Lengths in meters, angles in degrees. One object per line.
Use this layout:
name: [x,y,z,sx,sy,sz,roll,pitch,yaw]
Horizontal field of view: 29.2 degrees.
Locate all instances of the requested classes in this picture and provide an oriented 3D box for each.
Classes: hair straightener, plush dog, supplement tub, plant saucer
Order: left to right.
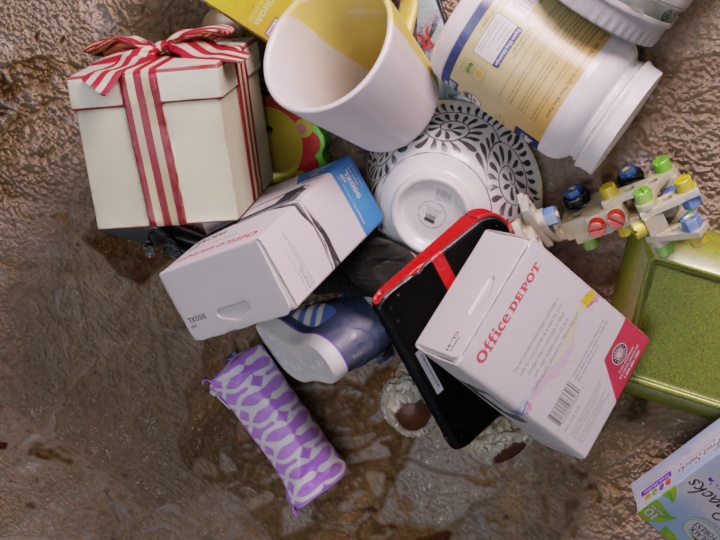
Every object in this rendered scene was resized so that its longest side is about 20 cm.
hair straightener: [-0.226,-0.027,1.620,0.199,0.077,0.041,24,129,10]
plush dog: [0.109,0.093,1.503,0.199,0.160,0.173,23,102,-31]
supplement tub: [0.186,-0.203,1.379,0.200,0.144,0.145,37,114,8]
plant saucer: [0.354,0.062,1.441,0.198,0.048,0.201,17,109,16]

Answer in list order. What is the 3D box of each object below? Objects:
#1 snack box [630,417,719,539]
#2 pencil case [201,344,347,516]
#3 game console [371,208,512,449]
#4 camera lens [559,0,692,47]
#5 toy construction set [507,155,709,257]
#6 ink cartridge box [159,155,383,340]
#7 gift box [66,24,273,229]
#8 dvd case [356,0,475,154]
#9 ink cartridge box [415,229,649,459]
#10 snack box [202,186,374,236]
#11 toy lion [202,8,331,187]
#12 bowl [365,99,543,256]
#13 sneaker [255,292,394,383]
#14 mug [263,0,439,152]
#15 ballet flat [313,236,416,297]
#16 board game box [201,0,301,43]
snack box: [0.404,0.220,1.436,0.142,0.053,0.200,39,116,-18]
pencil case: [-0.100,0.182,1.621,0.085,0.084,0.200,-36,88,-10]
game console: [0.114,0.057,1.414,0.031,0.177,0.201,15,139,59]
camera lens: [0.271,-0.335,1.303,0.160,0.160,0.201,34,113,9]
toy construction set: [0.252,-0.054,1.396,0.198,0.131,0.093,-6,119,17]
ink cartridge box: [-0.089,-0.024,1.416,0.144,0.200,0.085,-19,107,36]
gift box: [-0.190,-0.154,1.437,0.183,0.200,0.188,-5,107,7]
dvd case: [0.030,-0.242,1.494,0.145,0.022,0.201,-16,100,23]
ink cartridge box: [0.175,0.074,1.385,0.200,0.085,0.148,38,79,-28]
snack box: [-0.086,-0.061,1.548,0.199,0.024,0.072,-4,129,23]
toy lion: [-0.113,-0.175,1.550,0.191,0.069,0.201,29,112,3]
bowl: [0.088,-0.072,1.468,0.199,0.094,0.202,7,114,16]
sneaker: [-0.021,0.055,1.569,0.081,0.146,0.200,59,160,-19]
mug: [0.017,-0.209,1.399,0.187,0.153,0.149,-48,52,6]
ballet flat: [0.000,0.000,1.496,0.199,0.057,0.067,7,65,46]
board game box: [-0.106,-0.335,1.463,0.199,0.040,0.154,34,92,21]
